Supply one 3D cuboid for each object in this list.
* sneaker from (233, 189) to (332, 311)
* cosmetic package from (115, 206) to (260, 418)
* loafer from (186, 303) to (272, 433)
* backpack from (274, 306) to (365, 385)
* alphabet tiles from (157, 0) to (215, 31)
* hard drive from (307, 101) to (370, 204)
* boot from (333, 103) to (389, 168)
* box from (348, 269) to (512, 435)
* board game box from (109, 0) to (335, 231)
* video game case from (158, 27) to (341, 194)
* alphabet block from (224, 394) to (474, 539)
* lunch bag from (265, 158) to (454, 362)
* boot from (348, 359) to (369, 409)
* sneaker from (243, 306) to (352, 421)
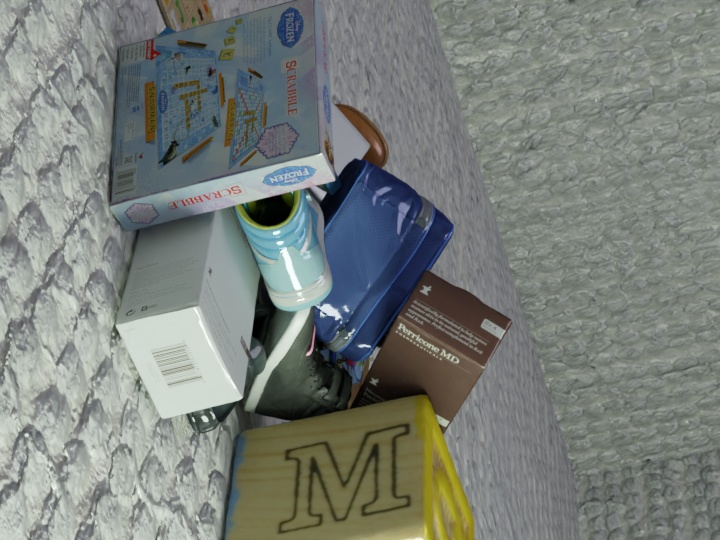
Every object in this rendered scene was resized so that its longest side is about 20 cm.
[{"bbox_3d":[-0.081,-0.068,1.545,0.200,0.079,0.131,-115,-175,-51],"label":"sneaker"},{"bbox_3d":[-0.150,0.023,1.461,0.200,0.081,0.113,-86,158,-54],"label":"cosmetic package"},{"bbox_3d":[-0.125,0.084,1.538,0.201,0.070,0.068,-77,151,-63],"label":"loafer"},{"bbox_3d":[-0.031,0.044,1.823,0.183,0.134,0.201,75,13,-84],"label":"backpack"},{"bbox_3d":[-0.187,-0.281,1.785,0.167,0.006,0.201,-80,154,-60],"label":"alphabet tiles"},{"bbox_3d":[-0.084,-0.174,1.797,0.200,0.026,0.132,48,41,-13],"label":"hard drive"},{"bbox_3d":[-0.064,-0.161,1.874,0.200,0.077,0.155,38,21,-4],"label":"boot"},{"bbox_3d":[0.066,0.099,1.628,0.075,0.100,0.200,-56,174,-38],"label":"box"},{"bbox_3d":[-0.125,-0.144,1.475,0.041,0.198,0.201,62,20,-50],"label":"board game box"},{"bbox_3d":[-0.113,-0.162,1.657,0.200,0.018,0.143,30,-23,38],"label":"video game case"},{"bbox_3d":[-0.005,0.264,1.591,0.197,0.199,0.196,-87,160,-50],"label":"alphabet block"},{"bbox_3d":[0.000,0.000,1.672,0.132,0.200,0.136,33,3,-10],"label":"lunch bag"},{"bbox_3d":[-0.007,0.165,2.003,0.200,0.066,0.176,-84,158,-59],"label":"boot"},{"bbox_3d":[-0.047,0.090,1.610,0.200,0.099,0.071,115,-10,-53],"label":"sneaker"}]
